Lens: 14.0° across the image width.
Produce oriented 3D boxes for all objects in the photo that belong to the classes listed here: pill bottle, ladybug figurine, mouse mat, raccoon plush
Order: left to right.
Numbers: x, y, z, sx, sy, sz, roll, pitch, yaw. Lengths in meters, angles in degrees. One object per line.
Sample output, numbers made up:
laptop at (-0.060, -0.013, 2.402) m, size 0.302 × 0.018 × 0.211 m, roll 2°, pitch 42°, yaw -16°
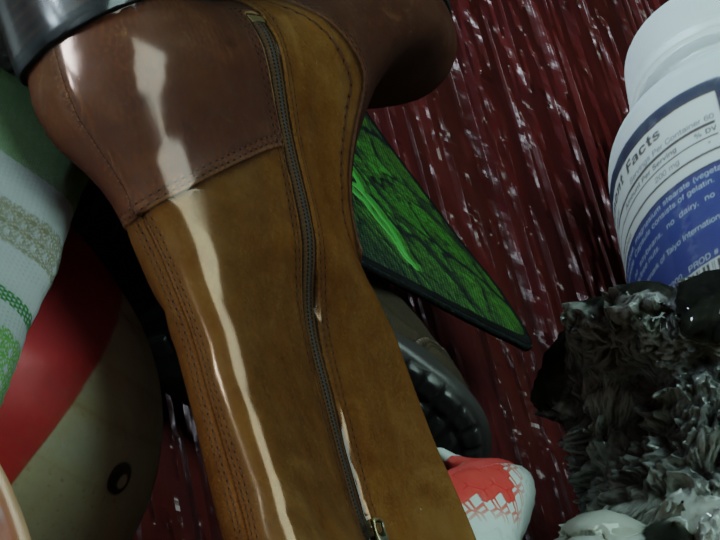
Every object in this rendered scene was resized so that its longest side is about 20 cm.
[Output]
ladybug figurine at (-0.132, 0.005, 0.775) m, size 0.200 × 0.072 × 0.136 m, roll 34°, pitch 34°, yaw -15°
mouse mat at (-0.027, -0.061, 0.958) m, size 0.200 × 0.008 × 0.161 m, roll 53°, pitch 14°, yaw 29°
pill bottle at (0.149, -0.010, 1.059) m, size 0.111 × 0.111 × 0.200 m, roll 24°, pitch 38°, yaw -27°
raccoon plush at (0.136, 0.073, 0.872) m, size 0.199 × 0.097 × 0.134 m, roll 0°, pitch 74°, yaw -23°

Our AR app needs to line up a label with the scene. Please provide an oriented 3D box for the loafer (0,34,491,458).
loafer at (-0.047, 0.001, 0.888) m, size 0.200 × 0.073 × 0.071 m, roll 44°, pitch 12°, yaw -15°

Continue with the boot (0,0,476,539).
boot at (0.000, 0.000, 0.793) m, size 0.188 × 0.068 × 0.200 m, roll 8°, pitch 54°, yaw -62°

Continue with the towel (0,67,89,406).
towel at (-0.144, -0.018, 0.696) m, size 0.149 × 0.031 × 0.200 m, roll 36°, pitch 29°, yaw -12°

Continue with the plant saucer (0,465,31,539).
plant saucer at (-0.166, 0.079, 0.658) m, size 0.200 × 0.032 × 0.201 m, roll 16°, pitch 56°, yaw -26°

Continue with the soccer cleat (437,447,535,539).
soccer cleat at (0.015, 0.115, 0.800) m, size 0.085 × 0.069 × 0.200 m, roll 29°, pitch 30°, yaw 14°
